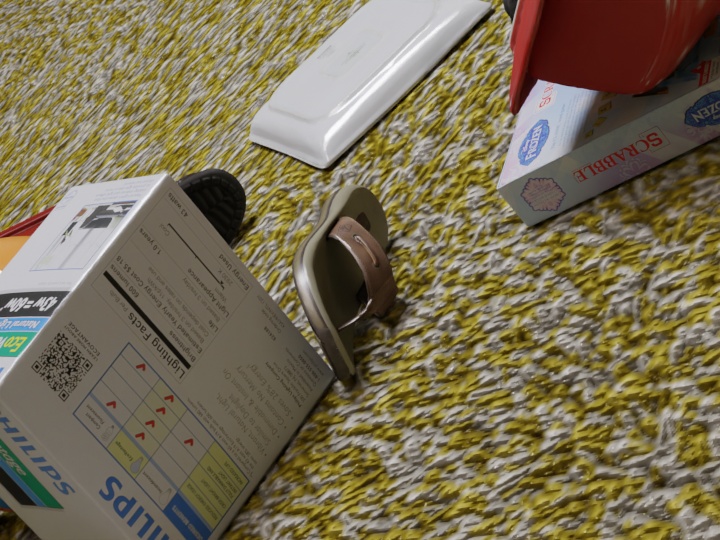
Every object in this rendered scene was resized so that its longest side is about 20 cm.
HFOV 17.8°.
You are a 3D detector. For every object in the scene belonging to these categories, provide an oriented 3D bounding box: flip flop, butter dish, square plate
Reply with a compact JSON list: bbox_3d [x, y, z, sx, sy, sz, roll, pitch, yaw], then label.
[{"bbox_3d":[0.000,0.000,1.598,0.057,0.081,0.200,-15,25,20],"label":"flip flop"},{"bbox_3d":[0.192,-0.199,1.462,0.200,0.147,0.200,101,-164,-52],"label":"butter dish"},{"bbox_3d":[-0.001,-0.175,1.966,0.200,0.028,0.198,-44,23,-9],"label":"square plate"}]

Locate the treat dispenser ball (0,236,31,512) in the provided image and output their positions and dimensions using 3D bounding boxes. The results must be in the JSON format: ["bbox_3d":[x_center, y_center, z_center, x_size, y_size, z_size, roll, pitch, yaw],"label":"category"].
[{"bbox_3d":[-0.244,0.075,1.668,0.201,0.201,0.201,-34,23,17],"label":"treat dispenser ball"}]

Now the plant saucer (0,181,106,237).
[{"bbox_3d":[-0.295,0.010,2.053,0.199,0.037,0.200,-23,35,33],"label":"plant saucer"}]

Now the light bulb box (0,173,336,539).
[{"bbox_3d":[-0.158,0.076,1.528,0.125,0.198,0.200,-5,41,51],"label":"light bulb box"}]

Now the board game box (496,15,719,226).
[{"bbox_3d":[0.198,-0.139,1.562,0.199,0.041,0.200,-26,27,32],"label":"board game box"}]

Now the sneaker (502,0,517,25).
[{"bbox_3d":[0.150,-0.238,1.701,0.076,0.091,0.200,-26,8,34],"label":"sneaker"}]

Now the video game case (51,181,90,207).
[{"bbox_3d":[-0.339,0.004,2.189,0.200,0.018,0.143,-32,24,21],"label":"video game case"}]

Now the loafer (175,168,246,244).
[{"bbox_3d":[-0.181,-0.014,1.895,0.200,0.073,0.071,-42,24,-2],"label":"loafer"}]
